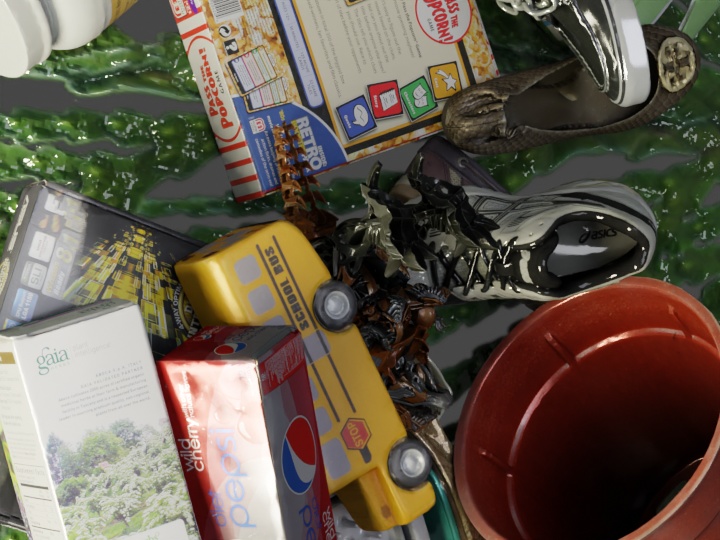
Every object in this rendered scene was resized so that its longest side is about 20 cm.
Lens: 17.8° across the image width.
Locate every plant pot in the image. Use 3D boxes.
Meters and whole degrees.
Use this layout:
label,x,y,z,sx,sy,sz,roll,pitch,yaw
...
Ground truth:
label,x,y,z,sx,sy,sz,roll,pitch,yaw
plant pot,0.195,0.140,1.509,0.195,0.200,0.202,42,67,-42

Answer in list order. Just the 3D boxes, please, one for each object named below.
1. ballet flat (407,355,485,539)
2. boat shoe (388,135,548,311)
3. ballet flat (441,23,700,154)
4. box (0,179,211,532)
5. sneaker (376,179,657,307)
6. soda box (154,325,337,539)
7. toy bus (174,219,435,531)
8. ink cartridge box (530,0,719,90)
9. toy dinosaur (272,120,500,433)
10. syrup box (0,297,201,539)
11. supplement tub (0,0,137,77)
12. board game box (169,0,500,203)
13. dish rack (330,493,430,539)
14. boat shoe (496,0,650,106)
label,x,y,z,sx,sy,sz,roll,pitch,yaw
ballet flat,0.045,0.111,1.517,0.065,0.070,0.201,-33,102,-27
boat shoe,0.112,-0.020,1.561,0.199,0.072,0.065,33,77,-14
ballet flat,0.148,-0.119,1.542,0.199,0.046,0.068,-15,97,-22
box,-0.157,0.067,1.393,0.160,0.049,0.202,22,78,-21
sneaker,0.093,-0.015,1.472,0.198,0.088,0.076,-13,106,1
soda box,-0.060,0.135,1.341,0.063,0.069,0.202,-36,121,-59
toy bus,-0.031,0.068,1.393,0.078,0.065,0.201,-30,100,-27
ink cartridge box,0.152,-0.227,1.603,0.200,0.059,0.104,46,70,-16
toy dinosaur,0.000,0.000,1.435,0.200,0.136,0.102,47,37,-7
syrup box,-0.150,0.123,1.321,0.078,0.081,0.202,-17,94,-25
supplement tub,-0.173,-0.225,1.394,0.200,0.144,0.145,-44,104,-23
board game box,-0.012,-0.148,1.522,0.199,0.046,0.153,-20,94,-26
dish rack,-0.020,0.233,1.464,0.171,0.043,0.201,-28,111,-31
boat shoe,0.125,-0.192,1.504,0.068,0.074,0.201,-20,83,-13
